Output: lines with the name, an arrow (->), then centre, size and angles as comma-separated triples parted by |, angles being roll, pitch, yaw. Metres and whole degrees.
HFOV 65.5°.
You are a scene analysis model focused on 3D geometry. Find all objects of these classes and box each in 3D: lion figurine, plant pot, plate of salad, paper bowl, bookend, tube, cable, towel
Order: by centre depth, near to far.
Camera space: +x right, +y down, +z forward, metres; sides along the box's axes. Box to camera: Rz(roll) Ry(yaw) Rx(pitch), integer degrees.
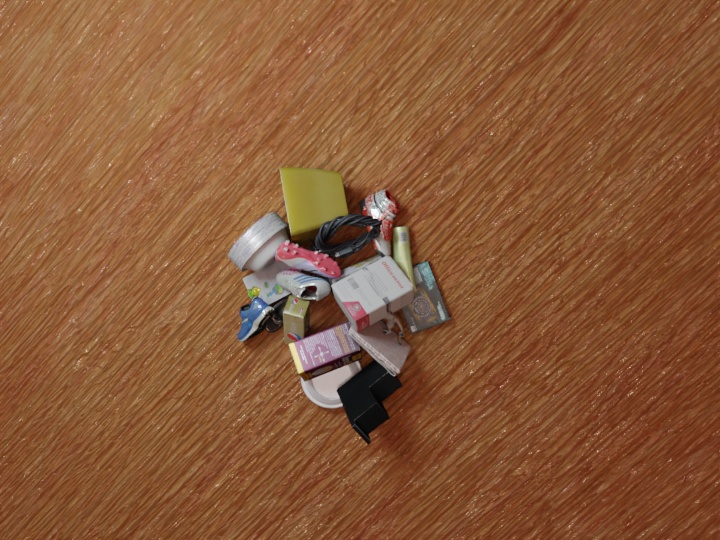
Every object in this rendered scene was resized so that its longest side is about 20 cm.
cable -> -0.031, -0.111, 1.615 | 0.199, 0.163, 0.051 | -25, 54, 15
plant pot -> -0.134, -0.198, 1.671 | 0.176, 0.200, 0.201 | -11, 84, -6
bookend -> 0.049, 0.381, 1.697 | 0.200, 0.199, 0.092 | -39, 115, 0
paper bowl -> -0.296, -0.074, 1.702 | 0.104, 0.201, 0.201 | 45, 99, 0
towel -> 0.059, 0.212, 1.703 | 0.200, 0.191, 0.032 | 42, 113, 0
tube -> 0.128, -0.033, 1.722 | 0.052, 0.058, 0.201 | -2, 86, -31
lion figurine -> 0.079, 0.127, 1.744 | 0.072, 0.123, 0.200 | -26, 109, 20
plate of salad -> -0.092, 0.342, 1.806 | 0.199, 0.048, 0.201 | 0, 91, -3

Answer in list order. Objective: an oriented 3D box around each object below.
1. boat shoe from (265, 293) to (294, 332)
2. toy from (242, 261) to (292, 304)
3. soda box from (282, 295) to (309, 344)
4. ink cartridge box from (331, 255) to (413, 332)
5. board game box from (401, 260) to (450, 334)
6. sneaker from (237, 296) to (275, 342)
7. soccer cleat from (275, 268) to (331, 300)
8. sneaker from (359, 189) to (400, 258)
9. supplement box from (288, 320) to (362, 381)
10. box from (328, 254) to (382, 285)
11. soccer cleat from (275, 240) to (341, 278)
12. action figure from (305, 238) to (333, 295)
boat shoe -> -0.244, 0.123, 1.792 | 0.067, 0.057, 0.200 | 42, 99, 0
toy -> -0.269, 0.035, 1.787 | 0.199, 0.047, 0.116 | -27, 84, 16
soda box -> -0.196, 0.162, 1.726 | 0.067, 0.200, 0.064 | 15, 56, 4
ink cartridge box -> 0.037, 0.066, 1.641 | 0.199, 0.085, 0.146 | -28, 58, -12
board game box -> 0.185, 0.084, 1.753 | 0.135, 0.028, 0.201 | -21, 93, 8
sneaker -> -0.345, 0.152, 1.780 | 0.089, 0.078, 0.200 | 49, 128, 12
soccer cleat -> -0.185, 0.045, 1.673 | 0.199, 0.086, 0.070 | 9, 122, 28
sneaker -> 0.076, -0.144, 1.691 | 0.108, 0.067, 0.202 | -26, 75, 26
supplement box -> -0.105, 0.250, 1.720 | 0.199, 0.131, 0.104 | -21, 68, -4
box -> 0.000, 0.000, 1.717 | 0.199, 0.041, 0.039 | -24, 112, -15
soccer cleat -> -0.154, -0.022, 1.648 | 0.199, 0.067, 0.077 | 24, 139, -15
action figure -> -0.130, -0.019, 1.729 | 0.118, 0.102, 0.201 | -18, 112, -16
